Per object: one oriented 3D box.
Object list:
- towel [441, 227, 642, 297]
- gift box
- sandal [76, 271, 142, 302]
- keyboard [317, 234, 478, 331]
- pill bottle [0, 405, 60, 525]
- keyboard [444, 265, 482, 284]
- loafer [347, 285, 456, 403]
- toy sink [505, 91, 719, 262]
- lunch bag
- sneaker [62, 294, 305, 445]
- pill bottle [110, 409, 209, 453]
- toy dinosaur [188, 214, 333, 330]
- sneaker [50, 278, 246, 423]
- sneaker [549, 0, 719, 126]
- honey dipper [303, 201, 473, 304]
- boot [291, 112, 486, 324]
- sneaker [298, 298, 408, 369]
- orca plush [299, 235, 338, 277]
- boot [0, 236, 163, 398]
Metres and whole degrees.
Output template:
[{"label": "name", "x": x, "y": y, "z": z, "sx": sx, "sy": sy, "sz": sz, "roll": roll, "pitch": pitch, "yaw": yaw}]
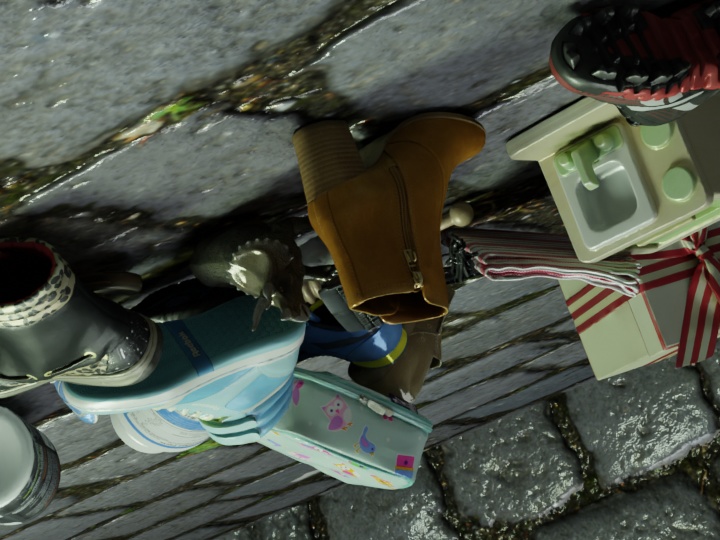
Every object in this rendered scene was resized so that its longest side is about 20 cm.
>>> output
[{"label": "towel", "x": 0.158, "y": -0.011, "z": 1.494, "sx": 0.145, "sy": 0.030, "sz": 0.200, "roll": 4, "pitch": -172, "yaw": -9}, {"label": "gift box", "x": 0.321, "y": 0.016, "z": 1.772, "sx": 0.199, "sy": 0.185, "sz": 0.187, "roll": -22, "pitch": 171, "yaw": -25}, {"label": "sandal", "x": -0.242, "y": 0.050, "z": 1.307, "sx": 0.199, "sy": 0.055, "sz": 0.082, "roll": -28, "pitch": 166, "yaw": 31}, {"label": "keyboard", "x": 0.036, "y": 0.009, "z": 1.297, "sx": 0.127, "sy": 0.021, "sz": 0.200, "roll": -28, "pitch": 168, "yaw": 1}, {"label": "pill bottle", "x": -0.356, "y": 0.197, "z": 1.635, "sx": 0.106, "sy": 0.107, "sz": 0.200, "roll": -19, "pitch": 167, "yaw": -5}, {"label": "keyboard", "x": 0.037, "y": 0.025, "z": 1.584, "sx": 0.104, "sy": 0.040, "sz": 0.200, "roll": -8, "pitch": 176, "yaw": -34}, {"label": "loafer", "x": 0.046, "y": 0.068, "z": 1.622, "sx": 0.076, "sy": 0.068, "sz": 0.200, "roll": -21, "pitch": -160, "yaw": 35}, {"label": "toy sink", "x": 0.236, "y": -0.080, "z": 1.383, "sx": 0.130, "sy": 0.113, "sz": 0.200, "roll": -28, "pitch": 165, "yaw": 32}, {"label": "lunch bag", "x": -0.035, "y": 0.140, "z": 1.542, "sx": 0.160, "sy": 0.077, "sz": 0.200, "roll": 28, "pitch": 165, "yaw": -22}, {"label": "sneaker", "x": -0.136, "y": 0.102, "z": 1.322, "sx": 0.199, "sy": 0.080, "sz": 0.131, "roll": -15, "pitch": 136, "yaw": -17}, {"label": "pill bottle", "x": -0.165, "y": 0.104, "z": 1.532, "sx": 0.112, "sy": 0.113, "sz": 0.200, "roll": -13, "pitch": 167, "yaw": -30}, {"label": "toy dinosaur", "x": -0.087, "y": -0.012, "z": 1.284, "sx": 0.102, "sy": 0.078, "sz": 0.200, "roll": -6, "pitch": -167, "yaw": -36}, {"label": "sneaker", "x": -0.167, "y": 0.063, "z": 1.383, "sx": 0.199, "sy": 0.077, "sz": 0.076, "roll": -20, "pitch": -164, "yaw": 10}, {"label": "sneaker", "x": 0.194, "y": -0.139, "z": 1.154, "sx": 0.200, "sy": 0.071, "sz": 0.098, "roll": -11, "pitch": 163, "yaw": -41}, {"label": "honey dipper", "x": 0.010, "y": -0.016, "z": 1.491, "sx": 0.199, "sy": 0.038, "sz": 0.038, "roll": -26, "pitch": 167, "yaw": 5}, {"label": "boot", "x": 0.038, "y": -0.035, "z": 1.181, "sx": 0.201, "sy": 0.145, "sz": 0.071, "roll": -7, "pitch": 163, "yaw": -48}, {"label": "sneaker", "x": -0.051, "y": 0.046, "z": 1.553, "sx": 0.199, "sy": 0.066, "sz": 0.079, "roll": 0, "pitch": 144, "yaw": 37}, {"label": "orca plush", "x": 0.000, "y": 0.000, "z": 1.348, "sx": 0.200, "sy": 0.071, "sz": 0.105, "roll": -30, "pitch": -161, "yaw": 37}, {"label": "boot", "x": -0.261, "y": 0.031, "z": 1.181, "sx": 0.202, "sy": 0.074, "sz": 0.154, "roll": -3, "pitch": 154, "yaw": 20}]
